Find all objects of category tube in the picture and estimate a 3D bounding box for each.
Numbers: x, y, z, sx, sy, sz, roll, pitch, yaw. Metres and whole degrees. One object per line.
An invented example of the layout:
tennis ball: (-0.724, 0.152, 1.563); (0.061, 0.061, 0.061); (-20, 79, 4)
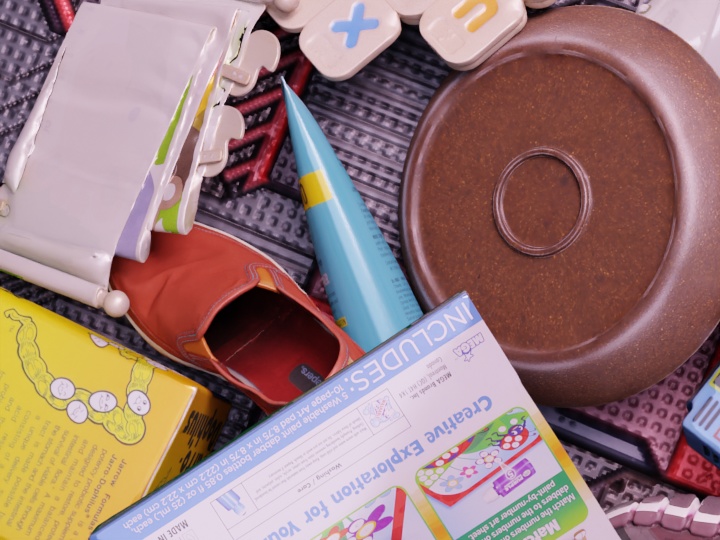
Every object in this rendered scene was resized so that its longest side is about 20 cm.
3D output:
tube: (0.000, 0.000, 1.057); (0.050, 0.077, 0.201); (-21, 84, -7)

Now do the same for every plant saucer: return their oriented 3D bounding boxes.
plant saucer: (0.095, -0.033, 1.023); (0.200, 0.034, 0.201); (-3, 84, 34)

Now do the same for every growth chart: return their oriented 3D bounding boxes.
growth chart: (-0.121, -0.074, 1.075); (0.144, 0.018, 0.200); (25, 86, 33)

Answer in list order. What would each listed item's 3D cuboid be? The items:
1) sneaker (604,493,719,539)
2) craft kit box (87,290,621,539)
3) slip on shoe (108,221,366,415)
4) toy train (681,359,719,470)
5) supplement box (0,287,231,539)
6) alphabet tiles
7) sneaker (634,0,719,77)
sneaker: (0.170, 0.166, 0.963); (0.199, 0.116, 0.076); (-7, 124, 31)
craft kit box: (0.016, 0.144, 0.920); (0.200, 0.049, 0.198); (-32, 89, -2)
slip on shoe: (-0.061, 0.024, 1.036); (0.074, 0.061, 0.200); (-47, 52, -9)
toy train: (0.250, 0.041, 1.018); (0.114, 0.087, 0.200); (38, 87, 15)
supplement box: (-0.182, 0.068, 1.044); (0.199, 0.109, 0.110); (26, 86, 8)
alphabet tiles: (0.029, -0.191, 1.074); (0.195, 0.015, 0.200); (-41, 60, -1)
sneaker: (0.147, -0.114, 1.054); (0.084, 0.073, 0.201); (22, 86, 6)
